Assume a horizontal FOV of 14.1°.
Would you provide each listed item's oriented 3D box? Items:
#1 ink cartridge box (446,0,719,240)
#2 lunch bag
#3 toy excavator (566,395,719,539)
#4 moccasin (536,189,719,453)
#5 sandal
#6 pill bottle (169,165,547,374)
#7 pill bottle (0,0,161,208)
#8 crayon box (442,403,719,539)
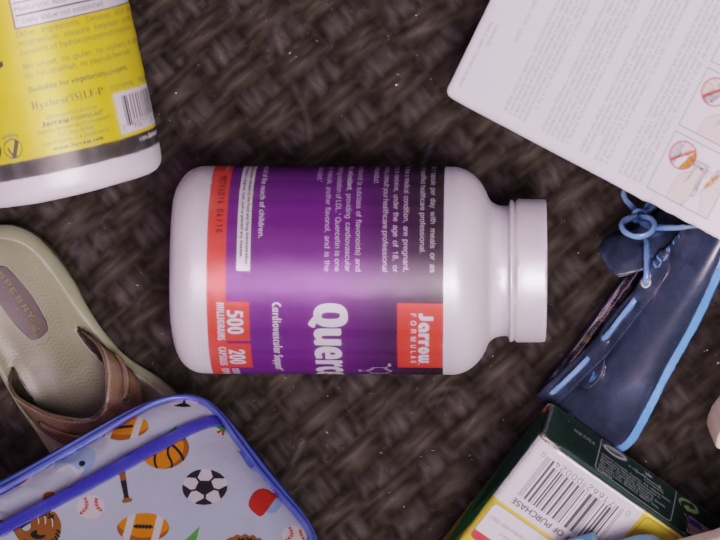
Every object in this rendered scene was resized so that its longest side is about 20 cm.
[{"bbox_3d":[0.166,-0.119,1.538,0.200,0.047,0.160,29,98,19],"label":"ink cartridge box"},{"bbox_3d":[-0.132,0.157,1.514,0.200,0.076,0.160,-26,56,-20],"label":"lunch bag"},{"bbox_3d":[0.161,0.168,1.515,0.199,0.100,0.195,-18,109,3],"label":"toy excavator"},{"bbox_3d":[0.157,0.002,1.573,0.068,0.080,0.200,26,98,3],"label":"moccasin"},{"bbox_3d":[-0.159,0.065,1.606,0.080,0.057,0.201,-40,95,7],"label":"sandal"},{"bbox_3d":[0.000,0.000,1.562,0.199,0.112,0.113,0,99,3],"label":"pill bottle"},{"bbox_3d":[-0.178,-0.140,1.550,0.111,0.111,0.201,-11,97,4],"label":"pill bottle"},{"bbox_3d":[0.096,0.187,1.603,0.127,0.051,0.200,35,113,-4],"label":"crayon box"}]
